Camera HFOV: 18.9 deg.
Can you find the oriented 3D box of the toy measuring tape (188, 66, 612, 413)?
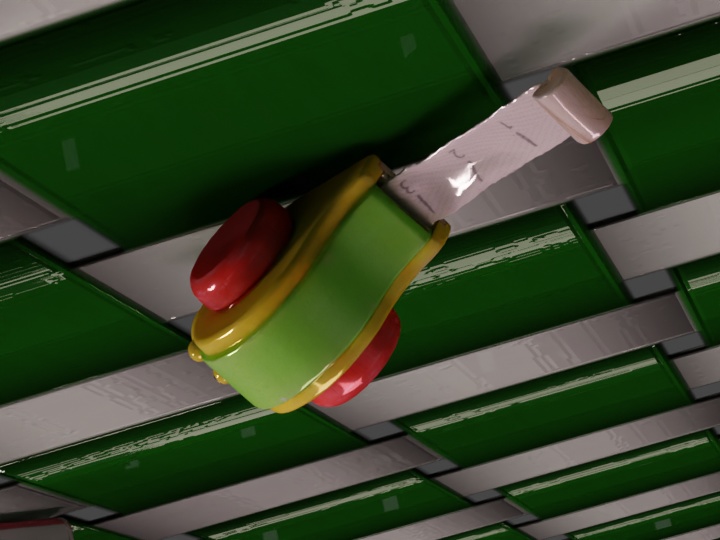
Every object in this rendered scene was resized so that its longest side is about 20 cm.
[{"bbox_3d":[0.000,0.000,0.689,0.073,0.074,0.199,-1,162,-38],"label":"toy measuring tape"}]

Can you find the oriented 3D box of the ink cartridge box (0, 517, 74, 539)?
[{"bbox_3d":[-0.251,0.201,1.154,0.146,0.086,0.200,-3,160,-32],"label":"ink cartridge box"}]
